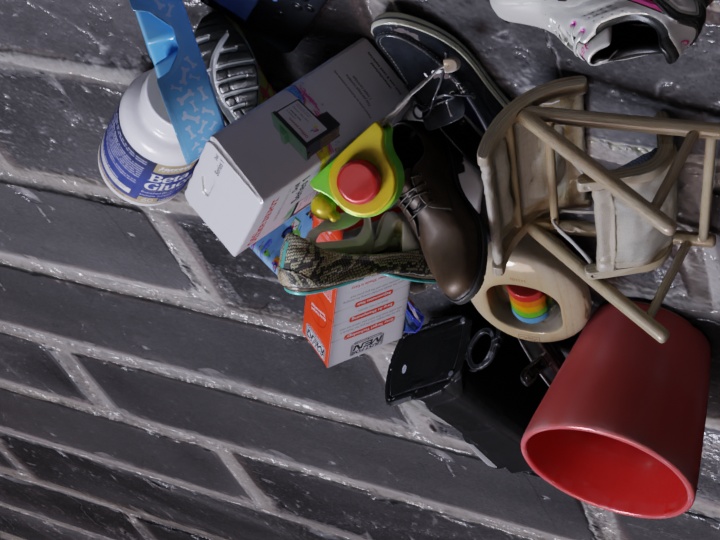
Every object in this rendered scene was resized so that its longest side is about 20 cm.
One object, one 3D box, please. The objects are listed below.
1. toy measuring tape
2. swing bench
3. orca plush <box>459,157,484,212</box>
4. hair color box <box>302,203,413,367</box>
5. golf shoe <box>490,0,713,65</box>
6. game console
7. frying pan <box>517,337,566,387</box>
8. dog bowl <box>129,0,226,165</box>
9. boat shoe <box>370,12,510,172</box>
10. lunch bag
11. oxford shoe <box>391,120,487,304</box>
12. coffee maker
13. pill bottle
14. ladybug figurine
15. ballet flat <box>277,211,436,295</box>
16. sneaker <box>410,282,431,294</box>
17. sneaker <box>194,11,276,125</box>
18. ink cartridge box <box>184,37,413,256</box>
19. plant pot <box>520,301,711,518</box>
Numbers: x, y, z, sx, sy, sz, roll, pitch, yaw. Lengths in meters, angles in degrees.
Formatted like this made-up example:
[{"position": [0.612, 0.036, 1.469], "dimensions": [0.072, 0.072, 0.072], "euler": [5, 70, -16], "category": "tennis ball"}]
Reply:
[{"position": [0.033, -0.109, 1.466], "dimensions": [0.200, 0.074, 0.073], "euler": [-41, 117, 18], "category": "toy measuring tape"}, {"position": [0.223, -0.065, 1.482], "dimensions": [0.198, 0.130, 0.200], "euler": [23, 155, 21], "category": "swing bench"}, {"position": [0.098, -0.075, 1.680], "dimensions": [0.104, 0.072, 0.200], "euler": [-30, 139, 6], "category": "orca plush"}, {"position": [0.000, 0.000, 1.650], "dimensions": [0.061, 0.101, 0.202], "euler": [50, 148, 35], "category": "hair color box"}, {"position": [0.184, -0.212, 1.287], "dimensions": [0.198, 0.093, 0.073], "euler": [8, 150, 37], "category": "golf shoe"}, {"position": [-0.126, -0.293, 1.504], "dimensions": [0.199, 0.031, 0.177], "euler": [32, 154, -8], "category": "game console"}, {"position": [0.198, 0.091, 1.800], "dimensions": [0.116, 0.031, 0.190], "euler": [61, -167, 24], "category": "frying pan"}, {"position": [-0.177, -0.203, 1.528], "dimensions": [0.049, 0.202, 0.112], "euler": [-20, 164, -4], "category": "dog bowl"}, {"position": [0.082, -0.167, 1.501], "dimensions": [0.200, 0.063, 0.074], "euler": [43, 152, -26], "category": "boat shoe"}, {"position": [-0.017, 0.001, 1.816], "dimensions": [0.199, 0.094, 0.151], "euler": [37, -177, -30], "category": "lunch bag"}, {"position": [0.065, -0.057, 1.521], "dimensions": [0.084, 0.202, 0.073], "euler": [15, 137, -42], "category": "oxford shoe"}, {"position": [0.157, 0.153, 1.908], "dimensions": [0.199, 0.136, 0.191], "euler": [34, 168, -29], "category": "coffee maker"}, {"position": [-0.219, -0.155, 1.751], "dimensions": [0.110, 0.112, 0.200], "euler": [31, 154, -8], "category": "pill bottle"}, {"position": [0.184, 0.013, 1.704], "dimensions": [0.134, 0.073, 0.201], "euler": [9, 155, 13], "category": "ladybug figurine"}, {"position": [0.007, -0.020, 1.535], "dimensions": [0.198, 0.076, 0.068], "euler": [-4, -164, -37], "category": "ballet flat"}, {"position": [0.023, -0.051, 1.725], "dimensions": [0.075, 0.082, 0.200], "euler": [-30, 130, 19], "category": "sneaker"}, {"position": [-0.124, -0.182, 1.659], "dimensions": [0.077, 0.091, 0.202], "euler": [-9, 120, 15], "category": "sneaker"}, {"position": [-0.062, -0.119, 1.551], "dimensions": [0.084, 0.199, 0.145], "euler": [51, 155, 7], "category": "ink cartridge box"}, {"position": [0.292, 0.145, 1.728], "dimensions": [0.198, 0.179, 0.201], "euler": [19, 153, 10], "category": "plant pot"}]
